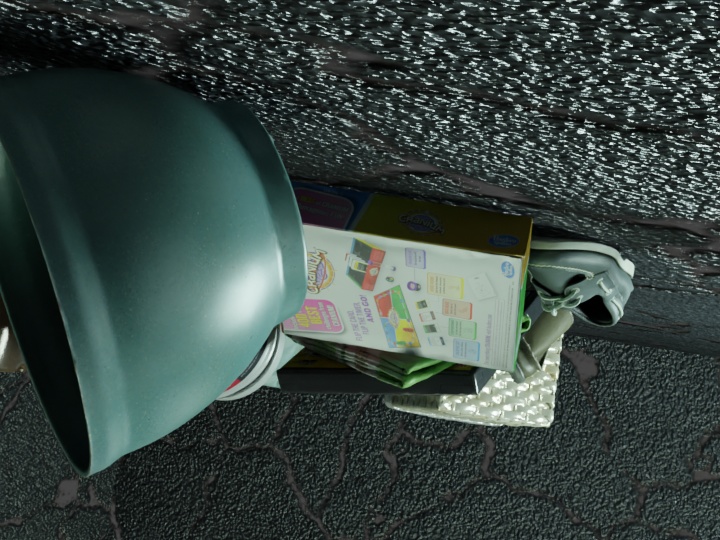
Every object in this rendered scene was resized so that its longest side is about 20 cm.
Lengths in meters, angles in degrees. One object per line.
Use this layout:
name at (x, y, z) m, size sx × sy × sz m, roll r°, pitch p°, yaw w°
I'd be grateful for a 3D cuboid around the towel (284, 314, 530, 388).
towel at (0.038, 0.046, 1.088) m, size 0.149 × 0.031 × 0.200 m, roll -24°, pitch -158°, yaw -29°

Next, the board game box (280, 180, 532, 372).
board game box at (0.030, 0.007, 0.940) m, size 0.198 × 0.041 × 0.154 m, roll 10°, pitch 143°, yaw 10°

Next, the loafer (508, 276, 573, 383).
loafer at (0.174, 0.044, 1.209) m, size 0.069 × 0.075 × 0.200 m, roll -24°, pitch -162°, yaw 21°

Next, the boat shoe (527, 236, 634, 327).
boat shoe at (0.182, 0.010, 1.007) m, size 0.072 × 0.062 × 0.200 m, roll 8°, pitch 176°, yaw 30°

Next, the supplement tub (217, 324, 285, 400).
supplement tub at (-0.163, 0.043, 1.124) m, size 0.139 × 0.141 × 0.200 m, roll 8°, pitch 166°, yaw 22°

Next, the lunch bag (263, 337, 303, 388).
lunch bag at (-0.154, 0.022, 1.371) m, size 0.169 × 0.122 × 0.201 m, roll 12°, pitch -140°, yaw -21°

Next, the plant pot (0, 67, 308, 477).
plant pot at (-0.109, -0.014, 0.608) m, size 0.133 × 0.202 × 0.200 m, roll -18°, pitch -172°, yaw -23°

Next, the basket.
basket at (0.159, 0.111, 1.663) m, size 0.199 × 0.200 × 0.161 m, roll 12°, pitch 172°, yaw -22°

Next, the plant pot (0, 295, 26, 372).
plant pot at (-0.378, -0.010, 1.151) m, size 0.199 × 0.200 × 0.200 m, roll 9°, pitch 177°, yaw 0°

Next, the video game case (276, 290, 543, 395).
video game case at (0.050, 0.065, 1.113) m, size 0.199 × 0.026 × 0.181 m, roll -2°, pitch -159°, yaw 29°
